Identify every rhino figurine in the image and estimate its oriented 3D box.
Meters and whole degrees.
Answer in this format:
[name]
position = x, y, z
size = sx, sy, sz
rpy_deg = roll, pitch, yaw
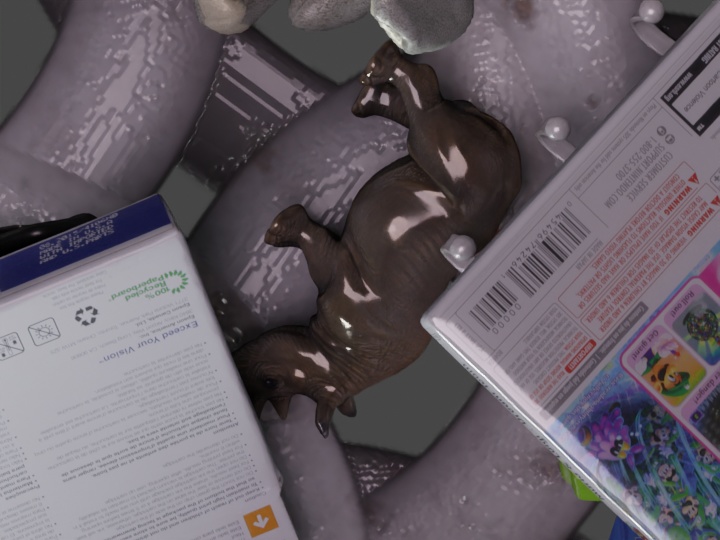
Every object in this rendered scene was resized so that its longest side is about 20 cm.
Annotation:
[rhino figurine]
position = 0.000, 0.000, 1.303
size = 0.087, 0.060, 0.200
rpy_deg = 33, 108, 5

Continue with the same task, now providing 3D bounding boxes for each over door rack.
[over door rack]
position = 0.155, -0.005, 1.229
size = 0.200, 0.067, 0.148
rpy_deg = 39, 83, 10

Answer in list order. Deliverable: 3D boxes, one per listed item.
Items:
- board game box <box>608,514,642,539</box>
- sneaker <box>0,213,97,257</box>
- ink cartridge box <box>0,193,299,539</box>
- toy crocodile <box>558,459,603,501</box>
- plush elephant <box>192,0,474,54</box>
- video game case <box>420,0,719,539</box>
[board game box]
position = 0.207, 0.195, 1.212
size = 0.199, 0.199, 0.043
rpy_deg = 6, 134, -7
[sneaker]
position = -0.195, 0.021, 1.307
size = 0.200, 0.084, 0.077
rpy_deg = -25, 66, -8
[ink cartridge box]
position = -0.143, 0.086, 1.284
size = 0.199, 0.041, 0.200
rpy_deg = -22, 124, -4
[toy crocodile]
position = 0.186, 0.082, 1.281
size = 0.199, 0.068, 0.062
rpy_deg = -1, 69, 12
[plush elephant]
position = -0.009, -0.176, 1.213
size = 0.199, 0.155, 0.165
rpy_deg = -2, 102, 12
[video game case]
position = 0.156, 0.011, 1.191
size = 0.182, 0.024, 0.200
rpy_deg = 44, 82, -4
